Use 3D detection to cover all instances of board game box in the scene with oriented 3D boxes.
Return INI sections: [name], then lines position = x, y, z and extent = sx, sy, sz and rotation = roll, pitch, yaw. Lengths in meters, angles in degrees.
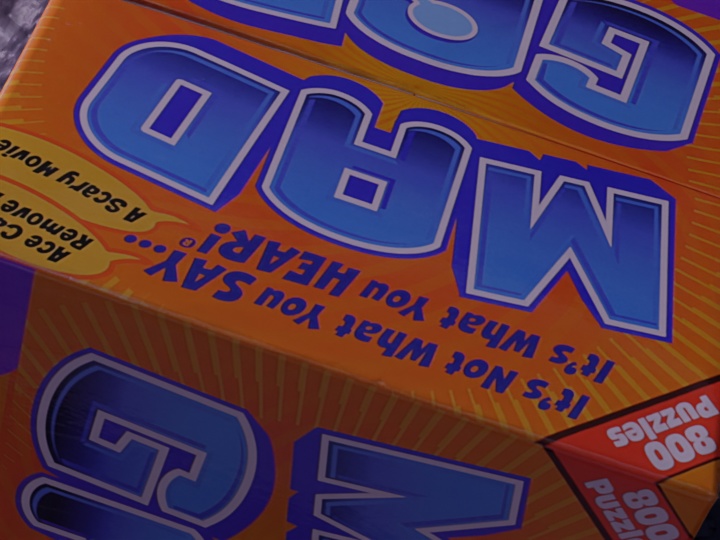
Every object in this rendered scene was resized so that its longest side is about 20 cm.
[board game box]
position = -0.007, 0.020, 0.694
extent = 0.200, 0.199, 0.200
rotation = 108, -179, -46

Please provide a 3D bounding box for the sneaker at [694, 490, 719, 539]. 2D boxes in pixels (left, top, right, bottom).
[sneaker]
position = 0.106, 0.083, 0.683
extent = 0.200, 0.082, 0.070
rotation = -49, 16, 14
